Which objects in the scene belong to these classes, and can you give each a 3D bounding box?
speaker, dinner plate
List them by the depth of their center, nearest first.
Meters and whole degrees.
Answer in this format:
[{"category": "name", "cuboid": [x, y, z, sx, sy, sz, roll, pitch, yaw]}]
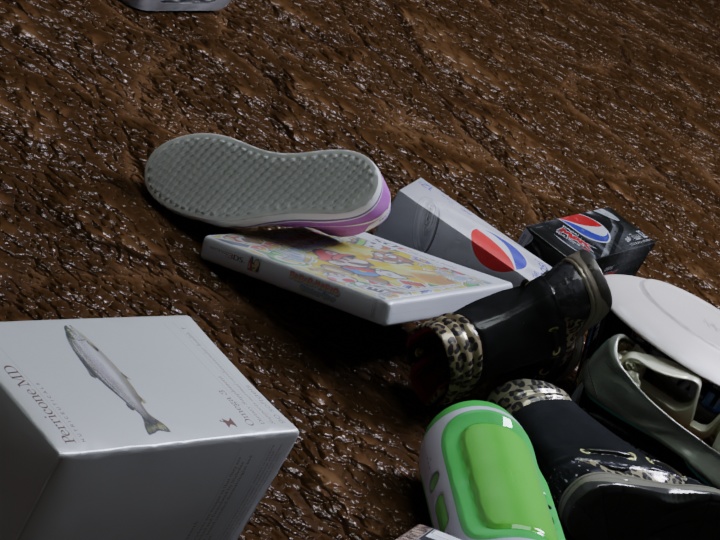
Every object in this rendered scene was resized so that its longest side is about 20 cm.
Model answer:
[{"category": "speaker", "cuboid": [0.091, 0.172, 1.415, 0.088, 0.089, 0.200, 24, 23, -18]}, {"category": "dinner plate", "cuboid": [0.288, 0.053, 1.731, 0.199, 0.024, 0.200, 29, 16, -9]}]

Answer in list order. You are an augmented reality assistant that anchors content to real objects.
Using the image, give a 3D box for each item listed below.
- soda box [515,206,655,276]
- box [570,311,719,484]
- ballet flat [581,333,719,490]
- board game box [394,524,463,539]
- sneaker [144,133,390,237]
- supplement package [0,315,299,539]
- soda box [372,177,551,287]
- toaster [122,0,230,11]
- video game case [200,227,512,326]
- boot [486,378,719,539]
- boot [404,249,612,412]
[{"category": "soda box", "cuboid": [0.207, -0.009, 1.970, 0.063, 0.071, 0.200, 38, 23, 20]}, {"category": "box", "cuboid": [0.275, 0.122, 1.743, 0.199, 0.046, 0.159, 29, 44, -5]}, {"category": "ballet flat", "cuboid": [0.269, 0.123, 1.648, 0.199, 0.064, 0.067, 35, 28, 7]}, {"category": "board game box", "cuboid": [0.077, 0.221, 1.151, 0.158, 0.097, 0.200, 19, 1, 10]}, {"category": "sneaker", "cuboid": [-0.073, -0.059, 1.699, 0.199, 0.073, 0.114, 8, -9, 12]}, {"category": "supplement package", "cuboid": [-0.156, 0.107, 1.189, 0.117, 0.118, 0.199, 44, 25, 28]}, {"category": "soda box", "cuboid": [0.107, 0.004, 1.820, 0.199, 0.068, 0.063, 36, 22, 9]}, {"category": "toaster", "cuboid": [-0.180, -0.365, 2.094, 0.119, 0.181, 0.200, 43, 25, 21]}, {"category": "video game case", "cuboid": [0.000, 0.000, 1.670, 0.181, 0.023, 0.200, 19, 14, 30]}, {"category": "boot", "cuboid": [0.201, 0.156, 1.613, 0.203, 0.074, 0.154, 16, 22, -39]}, {"category": "boot", "cuboid": [0.107, 0.063, 1.643, 0.150, 0.200, 0.073, -23, 76, -21]}]
